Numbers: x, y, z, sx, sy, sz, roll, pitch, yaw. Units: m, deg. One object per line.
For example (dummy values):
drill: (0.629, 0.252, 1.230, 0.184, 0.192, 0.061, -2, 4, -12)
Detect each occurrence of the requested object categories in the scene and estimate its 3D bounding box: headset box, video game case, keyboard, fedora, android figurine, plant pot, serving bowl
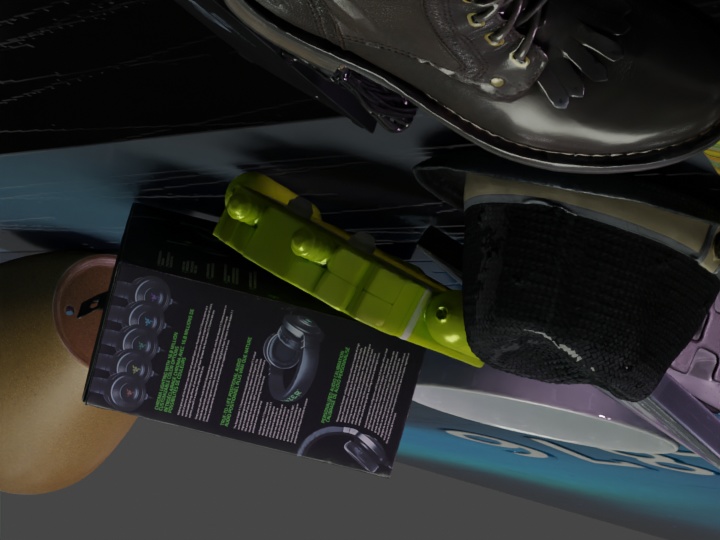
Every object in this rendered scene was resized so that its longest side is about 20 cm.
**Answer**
headset box: (-0.071, 0.037, 1.337, 0.200, 0.093, 0.174, 14, -168, -7)
video game case: (0.132, 0.050, 1.227, 0.200, 0.019, 0.143, 33, 176, 46)
keyboard: (-0.034, -0.092, 0.822, 0.127, 0.021, 0.200, 32, 180, 24)
fedora: (0.105, 0.010, 1.058, 0.200, 0.092, 0.201, 16, 172, 2)
android figurine: (0.000, 0.000, 1.186, 0.182, 0.041, 0.200, 30, -178, 35)
plant pot: (-0.227, 0.061, 1.673, 0.186, 0.187, 0.200, 17, 157, -23)
serving bowl: (0.129, 0.074, 1.527, 0.200, 0.066, 0.200, 13, 171, 2)

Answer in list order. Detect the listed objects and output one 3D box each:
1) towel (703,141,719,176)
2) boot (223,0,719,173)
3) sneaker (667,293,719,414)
towel: (0.199, -0.033, 0.945, 0.086, 0.018, 0.200, 15, 173, 22)
boot: (0.038, -0.089, 0.653, 0.200, 0.069, 0.174, 16, 171, -4)
sneaker: (0.201, 0.043, 1.242, 0.200, 0.074, 0.088, 32, 169, -34)
